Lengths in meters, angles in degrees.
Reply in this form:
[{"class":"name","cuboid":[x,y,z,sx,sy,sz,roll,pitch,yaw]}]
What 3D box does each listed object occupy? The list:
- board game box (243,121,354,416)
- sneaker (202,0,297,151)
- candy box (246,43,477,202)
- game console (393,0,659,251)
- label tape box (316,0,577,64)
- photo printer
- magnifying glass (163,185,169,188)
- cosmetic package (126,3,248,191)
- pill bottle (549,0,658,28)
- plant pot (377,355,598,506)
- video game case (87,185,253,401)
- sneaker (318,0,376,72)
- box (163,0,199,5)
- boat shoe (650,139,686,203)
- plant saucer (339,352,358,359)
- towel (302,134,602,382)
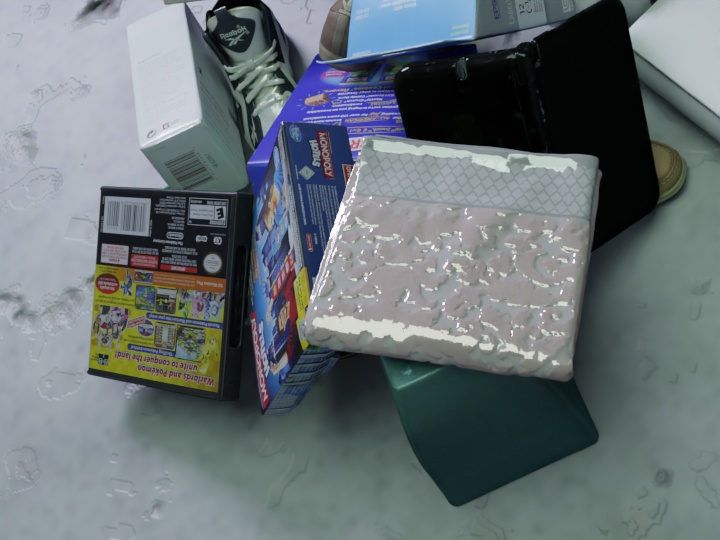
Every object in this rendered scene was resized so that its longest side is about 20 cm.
[{"class":"board game box","cuboid":[-0.055,0.013,1.227,0.062,0.200,0.200,2,59,-20]},{"class":"sneaker","cuboid":[-0.107,-0.200,1.427,0.079,0.130,0.199,-18,60,15]},{"class":"candy box","cuboid":[0.010,-0.126,1.329,0.169,0.077,0.200,0,36,23]},{"class":"game console","cuboid":[0.143,-0.108,1.212,0.176,0.200,0.116,-5,28,23]},{"class":"label tape box","cuboid":[0.073,-0.227,1.254,0.143,0.200,0.066,-4,100,42]},{"class":"photo printer","cuboid":[0.351,-0.189,1.271,0.166,0.069,0.200,-42,58,-1]},{"class":"magnifying glass","cuboid":[-0.135,-0.019,1.382,0.079,0.022,0.200,-7,45,-33]},{"class":"cosmetic package","cuboid":[-0.172,-0.165,1.430,0.074,0.102,0.200,-23,47,11]},{"class":"pill bottle","cuboid":[0.257,-0.297,1.337,0.200,0.112,0.112,-42,58,-1]},{"class":"plant pot","cuboid":[0.086,0.076,1.176,0.141,0.200,0.141,-26,59,8]},{"class":"video game case","cuboid":[-0.176,0.016,1.314,0.200,0.025,0.181,5,91,44]},{"class":"sneaker","cuboid":[0.029,-0.257,1.368,0.070,0.076,0.200,26,41,10]},{"class":"box","cuboid":[-0.098,-0.313,1.385,0.200,0.082,0.068,-3,27,17]},{"class":"boat shoe","cuboid":[0.189,-0.098,1.295,0.200,0.066,0.074,2,66,21]},{"class":"plant saucer","cuboid":[0.000,0.000,1.322,0.200,0.032,0.200,-22,47,25]},{"class":"towel","cuboid":[0.074,-0.015,1.089,0.200,0.032,0.191,7,61,13]}]
